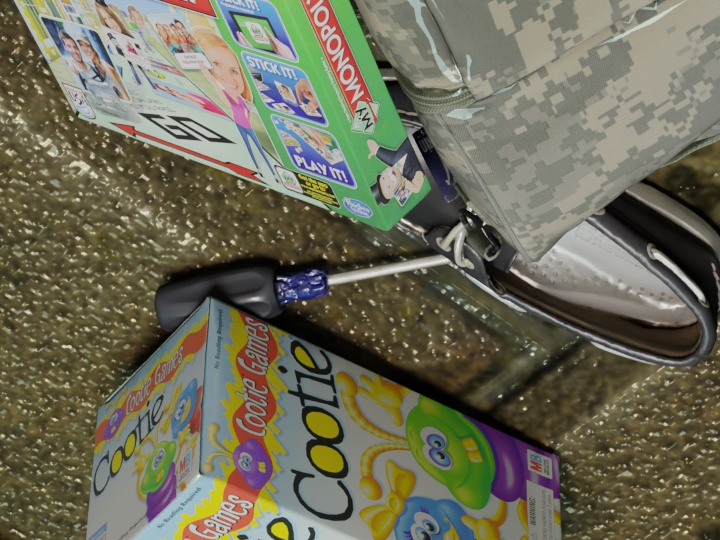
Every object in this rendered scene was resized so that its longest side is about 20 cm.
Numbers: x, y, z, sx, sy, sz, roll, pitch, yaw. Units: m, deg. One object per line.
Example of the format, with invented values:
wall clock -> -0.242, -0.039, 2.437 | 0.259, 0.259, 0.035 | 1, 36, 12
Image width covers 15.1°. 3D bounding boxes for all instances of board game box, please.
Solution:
board game box -> -0.070, -0.097, 1.067 | 0.199, 0.029, 0.135 | 21, 147, 44
board game box -> -0.015, 0.114, 1.257 | 0.199, 0.104, 0.105 | 25, 133, -25

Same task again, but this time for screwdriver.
screwdriver -> 0.000, 0.000, 1.223 | 0.198, 0.028, 0.029 | -12, 158, 18

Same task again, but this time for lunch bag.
lunch bag -> 0.096, -0.110, 0.997 | 0.199, 0.140, 0.168 | -29, 119, 5

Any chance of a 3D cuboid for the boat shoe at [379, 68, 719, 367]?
boat shoe -> 0.068, -0.019, 1.163 | 0.199, 0.061, 0.074 | 29, 125, -13
